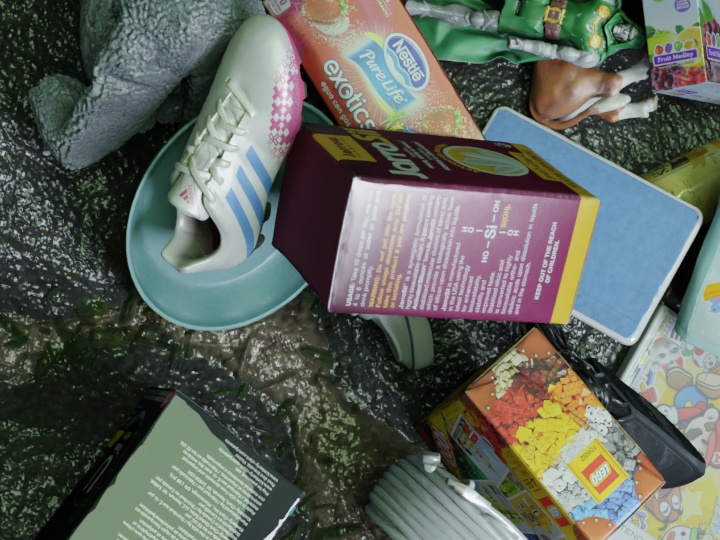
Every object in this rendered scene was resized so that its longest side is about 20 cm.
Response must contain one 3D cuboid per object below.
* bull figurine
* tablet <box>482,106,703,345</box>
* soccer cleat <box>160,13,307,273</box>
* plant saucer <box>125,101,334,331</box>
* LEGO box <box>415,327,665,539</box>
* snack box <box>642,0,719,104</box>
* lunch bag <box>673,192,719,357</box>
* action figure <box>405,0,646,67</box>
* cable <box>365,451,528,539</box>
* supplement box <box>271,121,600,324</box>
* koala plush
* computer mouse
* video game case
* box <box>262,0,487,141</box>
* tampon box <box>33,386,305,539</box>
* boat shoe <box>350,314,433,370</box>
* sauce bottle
[{"bbox_3d":[0.193,-0.218,1.414,0.120,0.065,0.203,4,93,18],"label":"bull figurine"},{"bbox_3d":[0.168,-0.039,1.391,0.199,0.014,0.131,29,80,13],"label":"tablet"},{"bbox_3d":[-0.095,-0.083,1.204,0.086,0.070,0.202,-21,134,-45],"label":"soccer cleat"},{"bbox_3d":[-0.099,-0.050,1.307,0.198,0.036,0.202,-19,128,-27],"label":"plant saucer"},{"bbox_3d":[0.133,0.141,1.303,0.077,0.200,0.149,-39,85,-15],"label":"LEGO box"},{"bbox_3d":[0.287,-0.215,1.393,0.052,0.199,0.144,-9,88,28],"label":"snack box"},{"bbox_3d":[0.369,-0.008,1.399,0.197,0.122,0.172,6,122,-16],"label":"lunch bag"},{"bbox_3d":[0.138,-0.212,1.373,0.198,0.055,0.120,14,94,14],"label":"action figure"},{"bbox_3d":[0.090,0.226,1.297,0.200,0.200,0.069,45,82,-1],"label":"cable"},{"bbox_3d":[0.052,-0.035,1.230,0.198,0.131,0.104,3,112,-24],"label":"supplement box"},{"bbox_3d":[-0.167,-0.212,1.282,0.176,0.184,0.202,-8,63,-31],"label":"koala plush"},{"bbox_3d":[0.203,0.120,1.359,0.053,0.139,0.200,-46,122,9],"label":"computer mouse"},{"bbox_3d":[0.279,0.163,1.444,0.181,0.023,0.201,34,78,-11],"label":"video game case"},{"bbox_3d":[0.014,-0.154,1.341,0.095,0.100,0.201,-32,95,4],"label":"box"},{"bbox_3d":[-0.161,0.204,1.254,0.126,0.150,0.201,39,77,-10],"label":"tampon box"},{"bbox_3d":[0.000,0.000,1.337,0.065,0.074,0.202,-26,113,-8],"label":"boat shoe"},{"bbox_3d":[0.249,-0.052,1.427,0.198,0.066,0.067,-24,93,-11],"label":"sauce bottle"}]
